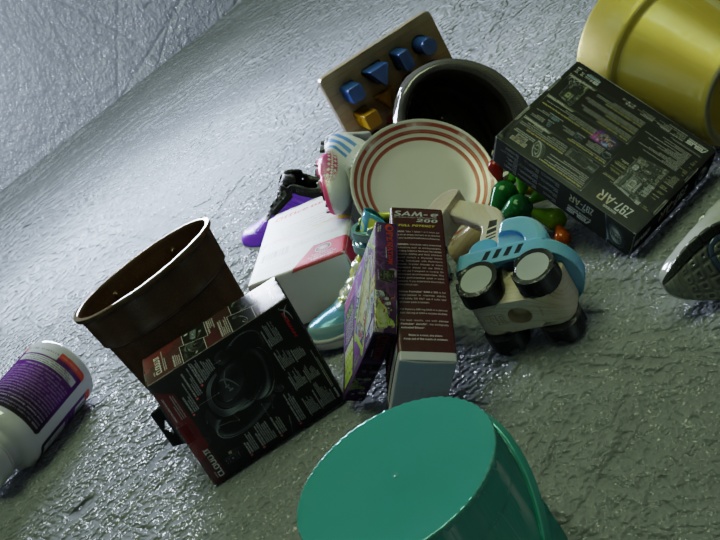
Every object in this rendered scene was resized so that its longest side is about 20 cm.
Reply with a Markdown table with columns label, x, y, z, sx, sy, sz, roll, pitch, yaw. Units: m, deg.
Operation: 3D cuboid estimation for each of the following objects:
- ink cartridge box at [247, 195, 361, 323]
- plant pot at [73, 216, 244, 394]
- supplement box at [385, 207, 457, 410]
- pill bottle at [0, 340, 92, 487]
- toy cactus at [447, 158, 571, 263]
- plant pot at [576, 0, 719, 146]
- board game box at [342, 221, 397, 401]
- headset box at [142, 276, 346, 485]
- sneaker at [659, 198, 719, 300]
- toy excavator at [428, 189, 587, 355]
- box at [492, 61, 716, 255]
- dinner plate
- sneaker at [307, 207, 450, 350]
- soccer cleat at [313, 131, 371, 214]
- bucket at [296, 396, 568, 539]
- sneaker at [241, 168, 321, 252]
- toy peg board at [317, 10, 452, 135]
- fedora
| label | x | y | z | sx | sy | sz | roll | pitch | yaw |
| --- | --- | --- | --- | --- | --- | --- | --- | --- | --- |
| ink cartridge box | -0.060 | -0.019 | 1.500 | 0.146 | 0.086 | 0.201 | -20 | 25 | 16 |
| plant pot | -0.209 | 0.075 | 1.335 | 0.199 | 0.200 | 0.201 | -31 | 17 | 11 |
| supplement box | 0.057 | 0.045 | 1.139 | 0.060 | 0.110 | 0.202 | 2 | 50 | -5 |
| pill bottle | -0.466 | 0.200 | 1.515 | 0.110 | 0.112 | 0.201 | -12 | 30 | 35 |
| toy cactus | 0.169 | -0.064 | 1.322 | 0.164 | 0.102 | 0.202 | -36 | 41 | 30 |
| plant pot | 0.388 | -0.240 | 1.305 | 0.199 | 0.202 | 0.189 | -35 | 40 | -10 |
| board game box | 0.009 | 0.049 | 1.159 | 0.032 | 0.201 | 0.122 | 1 | 65 | -10 |
| headset box | -0.138 | 0.129 | 1.236 | 0.198 | 0.150 | 0.077 | -32 | 24 | -3 |
| sneaker | 0.365 | -0.032 | 1.088 | 0.199 | 0.075 | 0.087 | -33 | 12 | -21 |
| toy excavator | 0.152 | -0.017 | 1.190 | 0.192 | 0.100 | 0.202 | -13 | 43 | 30 |
| box | 0.275 | -0.132 | 1.250 | 0.199 | 0.044 | 0.160 | 38 | 65 | 22 |
| dinner plate | 0.084 | -0.114 | 1.466 | 0.196 | 0.024 | 0.203 | 0 | 63 | 0 |
| sneaker | 0.000 | 0.000 | 1.344 | 0.198 | 0.132 | 0.080 | -33 | 26 | -4 |
| soccer cleat | -0.015 | -0.145 | 1.515 | 0.085 | 0.071 | 0.201 | -14 | 28 | 8 |
| bucket | 0.055 | 0.209 | 0.882 | 0.205 | 0.136 | 0.208 | -23 | 26 | 12 |
| sneaker | -0.108 | -0.105 | 1.696 | 0.198 | 0.100 | 0.070 | -22 | 23 | 17 |
| toy peg board | 0.075 | -0.243 | 1.626 | 0.199 | 0.201 | 0.098 | -33 | 21 | -8 |
| fedora | 0.139 | -0.200 | 1.553 | 0.090 | 0.198 | 0.179 | 66 | -130 | -88 |
